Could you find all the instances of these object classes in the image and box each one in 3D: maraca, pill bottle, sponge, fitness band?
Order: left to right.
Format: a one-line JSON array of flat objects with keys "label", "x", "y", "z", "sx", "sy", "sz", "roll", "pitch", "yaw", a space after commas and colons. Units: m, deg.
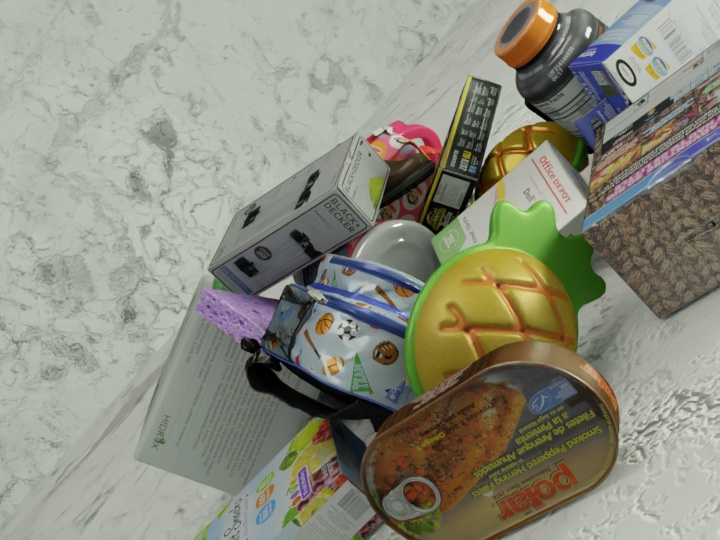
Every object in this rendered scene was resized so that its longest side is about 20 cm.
[{"label": "sponge", "x": -0.074, "y": 0.063, "z": 1.027, "sx": 0.111, "sy": 0.200, "sz": 0.030, "roll": 29, "pitch": 100, "yaw": 36}, {"label": "pill bottle", "x": 0.000, "y": 0.000, "z": 1.062, "sx": 0.120, "sy": 0.120, "sz": 0.200, "roll": -49, "pitch": 23, "yaw": -16}, {"label": "fitness band", "x": 0.037, "y": -0.125, "z": 1.324, "sx": 0.200, "sy": 0.144, "sz": 0.037, "roll": -35, "pitch": 45, "yaw": -25}, {"label": "maraca", "x": 0.115, "y": 0.037, "z": 0.737, "sx": 0.200, "sy": 0.137, "sz": 0.107, "roll": -55, "pitch": 11, "yaw": -19}, {"label": "maraca", "x": 0.176, "y": -0.082, "z": 1.050, "sx": 0.200, "sy": 0.107, "sz": 0.137, "roll": -51, "pitch": 22, "yaw": 5}, {"label": "pill bottle", "x": 0.233, "y": -0.194, "z": 0.960, "sx": 0.106, "sy": 0.200, "sz": 0.106, "roll": -49, "pitch": 20, "yaw": 25}]

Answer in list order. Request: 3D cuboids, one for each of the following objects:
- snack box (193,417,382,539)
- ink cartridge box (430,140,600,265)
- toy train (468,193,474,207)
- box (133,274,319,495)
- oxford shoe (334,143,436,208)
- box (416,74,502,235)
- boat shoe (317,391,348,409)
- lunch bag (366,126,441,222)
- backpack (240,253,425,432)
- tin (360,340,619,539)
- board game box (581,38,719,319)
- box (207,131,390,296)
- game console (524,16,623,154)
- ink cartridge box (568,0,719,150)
[{"label": "snack box", "x": -0.075, "y": 0.246, "z": 0.897, "sx": 0.200, "sy": 0.068, "sz": 0.169, "roll": -47, "pitch": 13, "yaw": 3}, {"label": "ink cartridge box", "x": 0.175, "y": -0.045, "z": 0.925, "sx": 0.200, "sy": 0.067, "sz": 0.117, "roll": -41, "pitch": 38, "yaw": 18}, {"label": "toy train", "x": 0.140, "y": -0.047, "z": 1.192, "sx": 0.200, "sy": 0.056, "sz": 0.150, "roll": -40, "pitch": 22, "yaw": 18}, {"label": "box", "x": -0.152, "y": 0.137, "z": 1.140, "sx": 0.199, "sy": 0.171, "sz": 0.201, "roll": -126, "pitch": 59, "yaw": -78}, {"label": "oxford shoe", "x": 0.000, "y": -0.110, "z": 1.099, "sx": 0.200, "sy": 0.085, "sz": 0.073, "roll": -13, "pitch": 18, "yaw": 41}, {"label": "box", "x": 0.110, "y": -0.112, "z": 1.117, "sx": 0.200, "sy": 0.049, "sz": 0.160, "roll": -70, "pitch": -3, "yaw": -45}, {"label": "boat shoe", "x": -0.004, "y": 0.093, "z": 1.157, "sx": 0.065, "sy": 0.074, "sz": 0.202, "roll": -31, "pitch": 28, "yaw": 54}, {"label": "lunch bag", "x": 0.055, "y": -0.094, "z": 1.269, "sx": 0.082, "sy": 0.200, "sz": 0.176, "roll": 30, "pitch": 80, "yaw": 39}, {"label": "backpack", "x": 0.021, "y": 0.076, "z": 0.864, "sx": 0.190, "sy": 0.200, "sz": 0.155, "roll": 30, "pitch": 99, "yaw": 62}, {"label": "tin", "x": 0.088, "y": 0.125, "z": 0.653, "sx": 0.200, "sy": 0.112, "sz": 0.042, "roll": -37, "pitch": 5, "yaw": 31}, {"label": "board game box", "x": 0.274, "y": -0.086, "z": 0.747, "sx": 0.159, "sy": 0.097, "sz": 0.200, "roll": -37, "pitch": 14, "yaw": 33}, {"label": "box", "x": -0.068, "y": -0.056, "z": 1.039, "sx": 0.200, "sy": 0.060, "sz": 0.117, "roll": -30, "pitch": 26, "yaw": 30}, {"label": "game console", "x": 0.308, "y": -0.239, "z": 1.073, "sx": 0.200, "sy": 0.116, "sz": 0.176, "roll": -36, "pitch": 11, "yaw": 34}, {"label": "ink cartridge box", "x": 0.294, "y": -0.186, "z": 0.881, "sx": 0.200, "sy": 0.137, "sz": 0.076, "roll": -43, "pitch": 16, "yaw": -3}]
